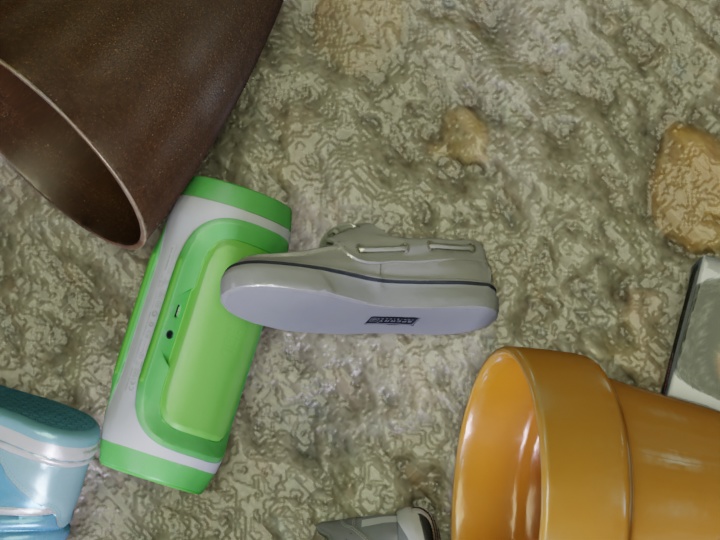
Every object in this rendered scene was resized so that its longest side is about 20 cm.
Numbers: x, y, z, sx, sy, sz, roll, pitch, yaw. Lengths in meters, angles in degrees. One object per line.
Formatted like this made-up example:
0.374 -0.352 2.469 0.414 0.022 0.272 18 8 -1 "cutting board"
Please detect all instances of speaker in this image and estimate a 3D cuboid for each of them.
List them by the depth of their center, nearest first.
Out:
-0.110 0.043 1.227 0.088 0.088 0.201 17 84 5 "speaker"

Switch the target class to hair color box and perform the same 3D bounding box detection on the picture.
0.308 0.066 1.216 0.199 0.061 0.100 15 84 5 "hair color box"

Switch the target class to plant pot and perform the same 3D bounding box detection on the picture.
0.170 0.154 1.157 0.182 0.200 0.201 5 83 -12 "plant pot"
-0.146 -0.150 1.222 0.187 0.187 0.200 40 71 7 "plant pot"

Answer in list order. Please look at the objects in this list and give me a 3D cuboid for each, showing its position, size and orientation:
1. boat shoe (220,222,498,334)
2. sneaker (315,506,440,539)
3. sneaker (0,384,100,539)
0.000 0.000 1.210 0.199 0.072 0.066 2 67 -22 "boat shoe"
-0.003 0.258 1.208 0.115 0.075 0.201 -3 74 8 "sneaker"
-0.275 0.137 1.229 0.199 0.079 0.131 17 103 23 "sneaker"
